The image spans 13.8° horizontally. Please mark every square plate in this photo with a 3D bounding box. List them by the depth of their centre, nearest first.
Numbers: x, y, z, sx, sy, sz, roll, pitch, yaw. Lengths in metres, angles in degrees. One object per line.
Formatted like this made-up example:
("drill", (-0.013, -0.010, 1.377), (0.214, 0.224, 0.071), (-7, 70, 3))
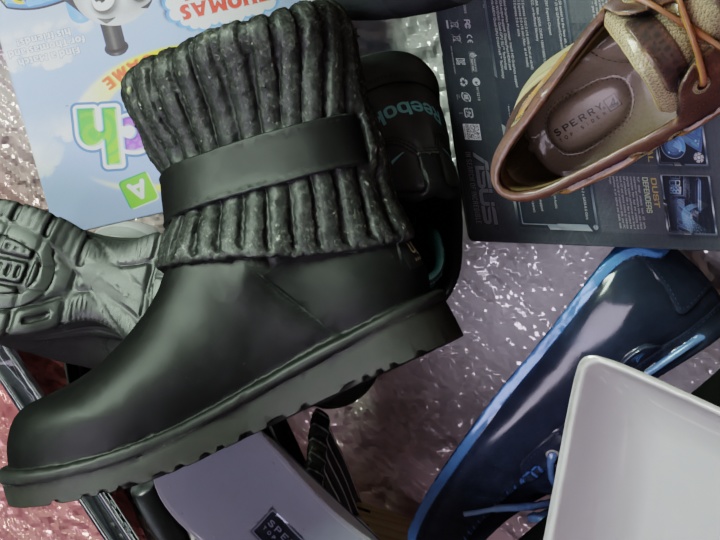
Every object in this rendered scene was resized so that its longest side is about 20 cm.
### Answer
("square plate", (0.160, 0.145, 1.141), (0.199, 0.028, 0.199), (21, 120, 20))

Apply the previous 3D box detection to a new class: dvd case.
("dvd case", (-0.162, 0.060, 1.437), (0.016, 0.149, 0.200), (-33, 94, -7))

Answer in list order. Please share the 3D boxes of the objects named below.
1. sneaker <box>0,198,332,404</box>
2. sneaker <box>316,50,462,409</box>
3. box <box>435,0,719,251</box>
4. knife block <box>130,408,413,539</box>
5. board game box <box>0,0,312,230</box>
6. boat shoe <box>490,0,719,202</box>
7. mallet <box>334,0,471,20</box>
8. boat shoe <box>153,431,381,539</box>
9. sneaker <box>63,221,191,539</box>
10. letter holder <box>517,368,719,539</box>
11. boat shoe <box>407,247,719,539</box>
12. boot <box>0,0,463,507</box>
("sneaker", (-0.093, 0.016, 1.314), (0.199, 0.091, 0.076), (16, 81, 14))
("sneaker", (0.000, 0.000, 1.305), (0.201, 0.075, 0.079), (101, 150, -45))
("box", (0.109, -0.108, 1.230), (0.157, 0.051, 0.201), (2, 113, 31))
("knife block", (-0.050, 0.151, 1.400), (0.175, 0.064, 0.200), (20, 126, -9))
("board game box", (-0.087, -0.127, 1.308), (0.151, 0.037, 0.201), (-13, 111, 6))
("boat shoe", (0.126, -0.087, 1.152), (0.200, 0.072, 0.072), (-33, 94, 35))
("mallet", (-0.018, -0.148, 1.157), (0.066, 0.200, 0.041), (-2, 71, 27))
("boat shoe", (-0.008, 0.138, 1.272), (0.073, 0.065, 0.200), (-38, 76, 4))
("sneaker", (-0.107, 0.082, 1.433), (0.074, 0.082, 0.201), (-11, 107, 34))
("letter holder", (0.150, 0.156, 1.268), (0.142, 0.101, 0.200), (27, 130, -25))
("boat shoe", (0.089, 0.073, 1.311), (0.069, 0.084, 0.200), (39, 129, 5))
("boot", (-0.075, -0.006, 1.221), (0.210, 0.079, 0.158), (-24, 90, 2))
